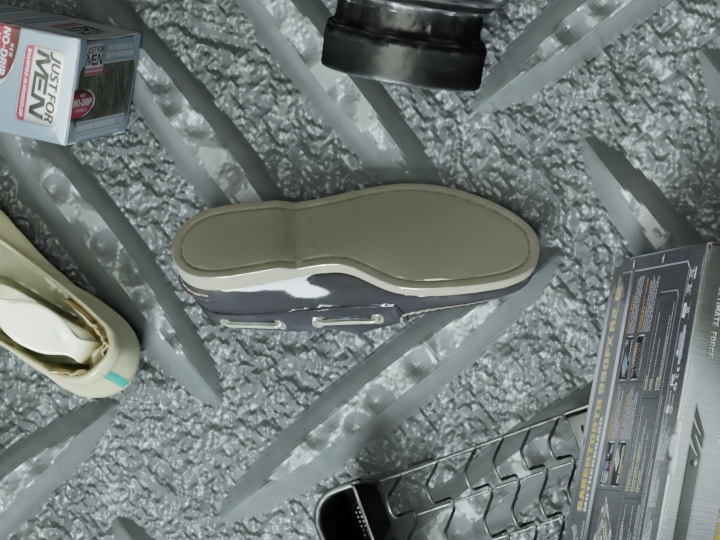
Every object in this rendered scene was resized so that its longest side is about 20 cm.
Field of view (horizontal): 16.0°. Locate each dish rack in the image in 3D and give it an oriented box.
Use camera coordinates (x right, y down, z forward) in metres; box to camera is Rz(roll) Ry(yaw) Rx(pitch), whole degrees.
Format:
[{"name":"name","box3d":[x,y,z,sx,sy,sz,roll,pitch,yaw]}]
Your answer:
[{"name":"dish rack","box3d":[0.091,0.157,1.377,0.199,0.055,0.154,-21,93,16]}]

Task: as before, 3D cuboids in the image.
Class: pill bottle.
[{"name":"pill bottle","box3d":[0.036,-0.198,1.311,0.111,0.112,0.201,12,101,13]}]

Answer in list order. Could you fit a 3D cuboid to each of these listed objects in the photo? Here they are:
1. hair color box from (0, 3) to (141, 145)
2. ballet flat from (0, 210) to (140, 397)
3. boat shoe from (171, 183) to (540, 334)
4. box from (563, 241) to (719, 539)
[{"name":"hair color box","box3d":[-0.232,-0.119,1.398,0.199,0.099,0.061,12,100,13]},{"name":"ballet flat","box3d":[-0.210,0.004,1.428,0.200,0.069,0.070,32,104,9]},{"name":"boat shoe","box3d":[0.000,0.000,1.387,0.199,0.073,0.063,-1,141,9]},{"name":"box","box3d":[0.153,0.091,1.271,0.048,0.158,0.201,12,84,-10]}]
